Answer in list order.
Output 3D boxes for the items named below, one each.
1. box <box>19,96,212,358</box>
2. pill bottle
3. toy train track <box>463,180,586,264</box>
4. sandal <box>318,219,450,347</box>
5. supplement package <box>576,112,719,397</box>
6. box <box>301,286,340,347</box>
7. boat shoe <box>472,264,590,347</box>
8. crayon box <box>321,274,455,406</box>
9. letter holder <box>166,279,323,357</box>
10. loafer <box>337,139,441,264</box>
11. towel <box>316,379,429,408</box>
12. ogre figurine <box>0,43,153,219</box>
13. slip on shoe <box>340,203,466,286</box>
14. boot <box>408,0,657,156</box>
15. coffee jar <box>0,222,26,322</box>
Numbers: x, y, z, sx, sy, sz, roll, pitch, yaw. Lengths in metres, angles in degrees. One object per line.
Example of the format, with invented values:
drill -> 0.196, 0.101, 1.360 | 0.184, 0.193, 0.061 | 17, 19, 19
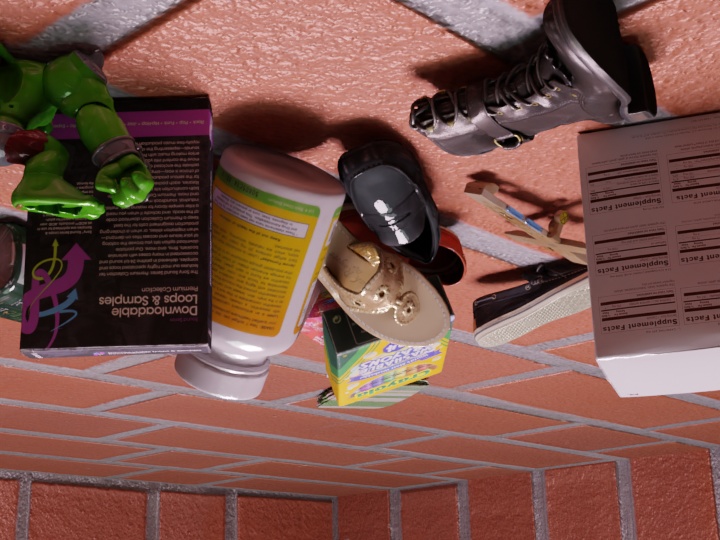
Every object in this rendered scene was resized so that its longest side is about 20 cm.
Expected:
box -> -0.186, -0.034, 0.848 | 0.141, 0.202, 0.036 | -1, 163, 0
pill bottle -> -0.094, 0.004, 0.945 | 0.110, 0.202, 0.111 | 18, -165, -5
toy train track -> 0.175, -0.054, 1.098 | 0.114, 0.033, 0.199 | 14, 171, 46
sandal -> -0.004, 0.004, 1.018 | 0.078, 0.211, 0.070 | -47, -175, 8
supplement package -> 0.286, -0.005, 0.984 | 0.146, 0.202, 0.191 | -7, 162, 18
box -> -0.009, 0.029, 1.234 | 0.095, 0.101, 0.200 | -7, 161, 16
boat shoe -> 0.221, 0.027, 1.320 | 0.199, 0.063, 0.075 | -26, 150, 20
crayon box -> 0.027, 0.084, 1.164 | 0.125, 0.052, 0.200 | -18, 158, -8
letter holder -> -0.151, 0.025, 1.064 | 0.100, 0.143, 0.200 | 21, 174, 38
loafer -> 0.034, -0.059, 0.992 | 0.068, 0.071, 0.201 | -22, 158, 12
towel -> 0.016, 0.221, 1.977 | 0.151, 0.024, 0.200 | 4, 160, -20
ogre figurine -> -0.248, -0.095, 0.784 | 0.198, 0.121, 0.098 | -9, 165, 27
slip on shoe -> 0.024, -0.020, 1.101 | 0.198, 0.061, 0.075 | 8, 118, -29
boot -> 0.113, -0.128, 0.797 | 0.173, 0.070, 0.200 | -11, 162, 26
coffee jar -> -0.337, 0.017, 1.188 | 0.103, 0.086, 0.200 | -14, 158, 26
